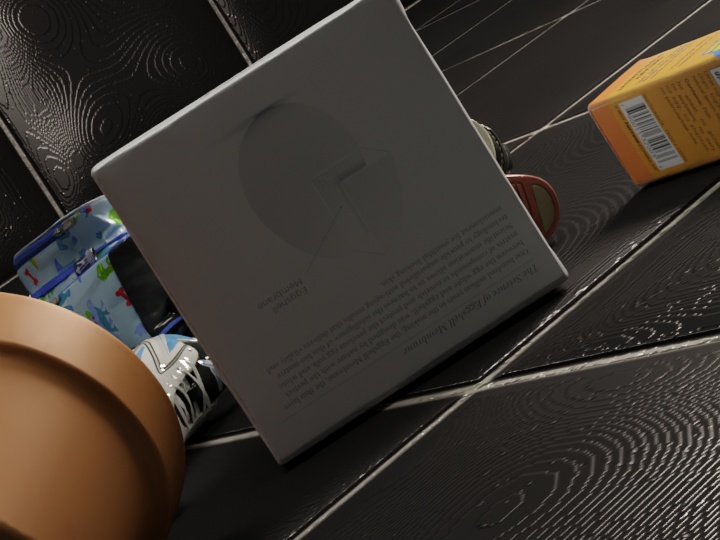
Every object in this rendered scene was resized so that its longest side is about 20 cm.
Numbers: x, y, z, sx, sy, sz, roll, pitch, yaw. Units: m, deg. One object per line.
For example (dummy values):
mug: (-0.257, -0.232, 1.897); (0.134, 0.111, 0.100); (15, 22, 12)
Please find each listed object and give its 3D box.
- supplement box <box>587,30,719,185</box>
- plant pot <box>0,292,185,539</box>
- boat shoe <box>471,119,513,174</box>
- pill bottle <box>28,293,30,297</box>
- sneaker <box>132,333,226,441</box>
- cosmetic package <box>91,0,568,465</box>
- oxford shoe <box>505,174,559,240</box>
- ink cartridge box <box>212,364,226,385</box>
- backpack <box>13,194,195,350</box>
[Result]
supplement box: (0.229, -0.111, 1.254); (0.067, 0.069, 0.200); (-40, 14, -32)
plant pot: (-0.195, 0.131, 1.057); (0.200, 0.200, 0.140); (-29, 27, 20)
boat shoe: (0.004, -0.053, 1.404); (0.200, 0.072, 0.068); (-14, -2, 19)
pill bottle: (-0.215, 0.038, 1.810); (0.200, 0.113, 0.113); (-31, 9, 13)
sneaker: (-0.129, 0.085, 1.413); (0.072, 0.072, 0.200); (-24, 13, 6)
cosmetic package: (-0.021, -0.029, 1.227); (0.199, 0.200, 0.123); (-32, 6, -4)
oxford shoe: (0.027, -0.020, 1.336); (0.200, 0.071, 0.074); (-16, 15, -7)
ink cartridge box: (-0.031, -0.001, 1.447); (0.099, 0.039, 0.200); (-24, 28, 29)
backpack: (-0.180, 0.024, 1.619); (0.200, 0.147, 0.183); (-36, -12, 32)
